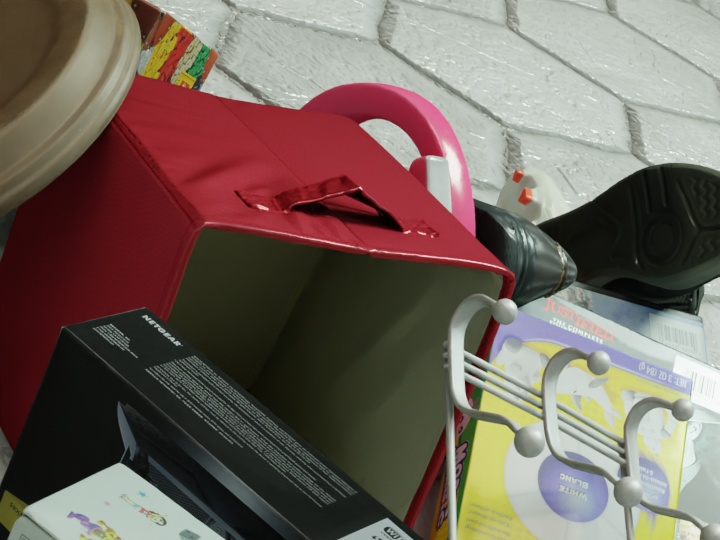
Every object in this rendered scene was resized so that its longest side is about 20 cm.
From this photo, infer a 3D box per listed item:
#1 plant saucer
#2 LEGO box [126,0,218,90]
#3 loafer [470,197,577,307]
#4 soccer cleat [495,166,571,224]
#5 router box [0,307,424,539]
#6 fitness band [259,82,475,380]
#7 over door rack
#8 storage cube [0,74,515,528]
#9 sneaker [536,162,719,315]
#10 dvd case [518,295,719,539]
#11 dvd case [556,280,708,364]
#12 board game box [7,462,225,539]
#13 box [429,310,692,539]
[{"bbox_3d":[-0.197,-0.081,0.879,0.030,0.199,0.201,63,-2,-38],"label":"plant saucer"},{"bbox_3d":[-0.207,-0.166,1.220,0.199,0.078,0.149,30,1,9],"label":"LEGO box"},{"bbox_3d":[0.034,-0.016,1.056,0.072,0.074,0.199,10,11,-42],"label":"loafer"},{"bbox_3d":[0.140,0.004,1.301,0.077,0.070,0.201,19,31,-26],"label":"soccer cleat"},{"bbox_3d":[-0.058,0.136,0.716,0.200,0.158,0.052,38,27,25],"label":"router box"},{"bbox_3d":[0.000,0.000,1.006,0.037,0.202,0.143,7,-7,-41],"label":"fitness band"},{"bbox_3d":[0.094,0.126,0.825,0.147,0.066,0.202,29,60,-38],"label":"over door rack"},{"bbox_3d":[-0.063,0.024,0.897,0.170,0.202,0.180,8,23,-33],"label":"storage cube"},{"bbox_3d":[0.191,-0.010,1.145,0.113,0.199,0.077,9,70,-31],"label":"sneaker"},{"bbox_3d":[0.124,0.113,0.996,0.145,0.022,0.201,23,54,-7],"label":"dvd case"},{"bbox_3d":[0.138,0.098,1.048,0.141,0.018,0.202,15,55,-22],"label":"dvd case"},{"bbox_3d":[-0.049,0.186,0.638,0.199,0.148,0.064,34,23,17],"label":"board game box"},{"bbox_3d":[0.095,0.125,0.935,0.116,0.048,0.201,21,56,-9],"label":"box"}]
